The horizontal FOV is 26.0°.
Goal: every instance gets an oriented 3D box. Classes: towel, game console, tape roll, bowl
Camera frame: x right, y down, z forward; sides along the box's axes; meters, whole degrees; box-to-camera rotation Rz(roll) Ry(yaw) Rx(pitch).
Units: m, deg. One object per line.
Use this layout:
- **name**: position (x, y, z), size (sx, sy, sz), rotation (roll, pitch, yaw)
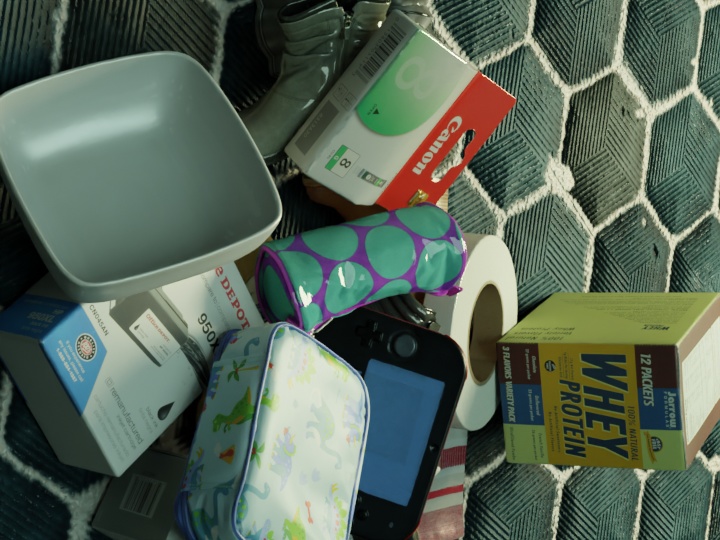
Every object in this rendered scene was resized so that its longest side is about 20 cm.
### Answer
- **towel**: position (0.080, 0.188, 1.621), size (0.144, 0.023, 0.203), rotation (-1, 95, -62)
- **game console**: position (-0.007, 0.136, 1.431), size (0.031, 0.175, 0.202), rotation (-75, -177, -89)
- **tape roll**: position (0.112, 0.062, 1.600), size (0.202, 0.037, 0.205), rotation (6, 90, -66)
- **bowl**: position (-0.182, -0.067, 1.236), size (0.198, 0.075, 0.201), rotation (-19, 65, -26)

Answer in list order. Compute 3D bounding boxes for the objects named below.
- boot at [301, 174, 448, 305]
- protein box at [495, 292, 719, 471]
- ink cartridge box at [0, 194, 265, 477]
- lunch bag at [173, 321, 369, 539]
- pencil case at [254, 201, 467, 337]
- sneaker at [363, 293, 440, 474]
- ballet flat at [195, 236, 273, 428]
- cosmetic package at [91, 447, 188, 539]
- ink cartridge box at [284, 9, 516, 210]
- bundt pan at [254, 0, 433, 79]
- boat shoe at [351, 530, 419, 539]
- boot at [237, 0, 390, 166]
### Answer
- **boot**: position (0.016, -0.020, 1.519), size (0.199, 0.073, 0.157), rotation (5, 94, -44)
- **protein box**: position (0.274, 0.114, 1.677), size (0.200, 0.196, 0.137), rotation (-30, 117, -61)
- **ink cartridge box**: position (-0.190, 0.048, 1.299), size (0.200, 0.084, 0.146), rotation (-46, 126, -34)
- **lunch bag**: position (-0.067, 0.159, 1.306), size (0.160, 0.082, 0.202), rotation (36, 54, -42)
- **pencil case**: position (0.000, 0.000, 1.395), size (0.198, 0.085, 0.093), rotation (-17, 86, -33)
- **sneaker**: position (0.048, 0.095, 1.481), size (0.099, 0.071, 0.201), rotation (-32, 98, -3)
- **ballet flat**: position (-0.096, 0.064, 1.412), size (0.068, 0.063, 0.202), rotation (16, 82, -35)
- **cosmetic package**: position (-0.126, 0.237, 1.373), size (0.200, 0.106, 0.091), rotation (39, 66, -43)
- **ink cartridge box**: position (0.050, -0.122, 1.406), size (0.199, 0.050, 0.161), rotation (28, 105, -44)
- **bundt pan**: position (-0.004, -0.248, 1.470), size (0.201, 0.075, 0.204), rotation (-8, 101, -46)
- **boat shoe**: position (0.002, 0.189, 1.495), size (0.074, 0.075, 0.202), rotation (-46, 117, -73)
- **boot**: position (-0.061, -0.176, 1.367), size (0.198, 0.068, 0.132), rotation (-23, 133, -16)
